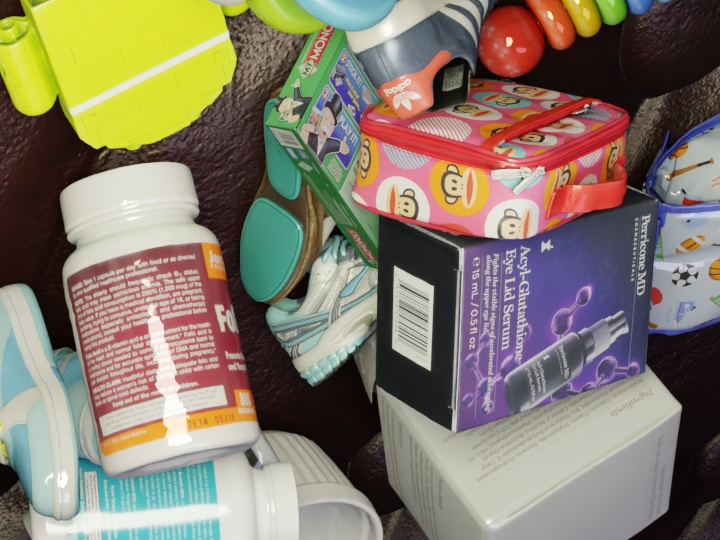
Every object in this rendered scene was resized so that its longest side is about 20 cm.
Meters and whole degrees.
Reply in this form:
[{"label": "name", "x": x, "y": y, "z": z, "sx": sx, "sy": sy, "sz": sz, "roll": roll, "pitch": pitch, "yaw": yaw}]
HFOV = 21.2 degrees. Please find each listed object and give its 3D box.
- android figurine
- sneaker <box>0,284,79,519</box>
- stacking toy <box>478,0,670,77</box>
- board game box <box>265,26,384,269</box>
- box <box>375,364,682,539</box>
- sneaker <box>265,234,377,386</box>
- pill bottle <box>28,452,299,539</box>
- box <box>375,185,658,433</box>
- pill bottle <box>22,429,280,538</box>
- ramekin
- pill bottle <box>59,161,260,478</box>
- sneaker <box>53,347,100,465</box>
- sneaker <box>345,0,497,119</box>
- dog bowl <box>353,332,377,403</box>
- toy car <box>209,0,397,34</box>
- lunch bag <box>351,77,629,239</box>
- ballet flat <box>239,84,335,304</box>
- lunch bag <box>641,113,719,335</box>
[{"label": "android figurine", "x": -0.152, "y": -0.160, "z": 1.271, "sx": 0.181, "sy": 0.041, "sz": 0.201, "roll": -29, "pitch": 140, "yaw": -11}, {"label": "sneaker", "x": -0.269, "y": 0.101, "z": 1.325, "sx": 0.129, "sy": 0.201, "sz": 0.080, "roll": -9, "pitch": 134, "yaw": -19}, {"label": "stacking toy", "x": 0.177, "y": -0.210, "z": 1.453, "sx": 0.199, "sy": 0.086, "sz": 0.085, "roll": -33, "pitch": 143, "yaw": 4}, {"label": "board game box", "x": 0.007, "y": -0.106, "z": 1.409, "sx": 0.136, "sy": 0.029, "sz": 0.200, "roll": -65, "pitch": 148, "yaw": -21}, {"label": "box", "x": 0.140, "y": 0.148, "z": 1.621, "sx": 0.199, "sy": 0.172, "sz": 0.200, "roll": -29, "pitch": 150, "yaw": -13}, {"label": "sneaker", "x": 0.000, "y": 0.000, "z": 1.517, "sx": 0.200, "sy": 0.086, "sz": 0.078, "roll": -46, "pitch": 179, "yaw": 19}, {"label": "pill bottle", "x": -0.148, "y": 0.187, "z": 1.449, "sx": 0.198, "sy": 0.111, "sz": 0.111, "roll": -4, "pitch": 136, "yaw": -9}, {"label": "box", "x": 0.118, "y": 0.016, "z": 1.451, "sx": 0.199, "sy": 0.104, "sz": 0.150, "roll": -15, "pitch": 116, "yaw": -33}, {"label": "pill bottle", "x": -0.169, "y": 0.176, "z": 1.559, "sx": 0.199, "sy": 0.112, "sz": 0.112, "roll": -33, "pitch": 143, "yaw": -4}, {"label": "ramekin", "x": -0.089, "y": 0.234, "z": 1.690, "sx": 0.199, "sy": 0.105, "sz": 0.201, "roll": -21, "pitch": 140, "yaw": -18}, {"label": "pill bottle", "x": -0.144, "y": 0.035, "z": 1.341, "sx": 0.113, "sy": 0.202, "sz": 0.114, "roll": -13, "pitch": 171, "yaw": -2}, {"label": "sneaker", "x": -0.192, "y": 0.072, "z": 1.469, "sx": 0.200, "sy": 0.129, "sz": 0.080, "roll": -44, "pitch": 132, "yaw": -52}, {"label": "sneaker", "x": 0.058, "y": -0.160, "z": 1.344, "sx": 0.075, "sy": 0.085, "sz": 0.200, "roll": -19, "pitch": -169, "yaw": 36}, {"label": "dog bowl", "x": 0.078, "y": 0.042, "z": 1.639, "sx": 0.199, "sy": 0.059, "sz": 0.201, "roll": -26, "pitch": 149, "yaw": -17}, {"label": "toy car", "x": -0.012, "y": -0.237, "z": 1.187, "sx": 0.174, "sy": 0.150, "sz": 0.202, "roll": -3, "pitch": 112, "yaw": -38}, {"label": "lunch bag", "x": 0.107, "y": -0.078, "z": 1.385, "sx": 0.200, "sy": 0.175, "sz": 0.083, "roll": -26, "pitch": 127, "yaw": -55}, {"label": "ballet flat", "x": -0.044, "y": -0.062, "z": 1.454, "sx": 0.072, "sy": 0.068, "sz": 0.201, "roll": -28, "pitch": 141, "yaw": -37}, {"label": "lunch bag", "x": 0.316, "y": -0.047, "z": 1.698, "sx": 0.199, "sy": 0.124, "sz": 0.171, "roll": -28, "pitch": 144, "yaw": -24}]
